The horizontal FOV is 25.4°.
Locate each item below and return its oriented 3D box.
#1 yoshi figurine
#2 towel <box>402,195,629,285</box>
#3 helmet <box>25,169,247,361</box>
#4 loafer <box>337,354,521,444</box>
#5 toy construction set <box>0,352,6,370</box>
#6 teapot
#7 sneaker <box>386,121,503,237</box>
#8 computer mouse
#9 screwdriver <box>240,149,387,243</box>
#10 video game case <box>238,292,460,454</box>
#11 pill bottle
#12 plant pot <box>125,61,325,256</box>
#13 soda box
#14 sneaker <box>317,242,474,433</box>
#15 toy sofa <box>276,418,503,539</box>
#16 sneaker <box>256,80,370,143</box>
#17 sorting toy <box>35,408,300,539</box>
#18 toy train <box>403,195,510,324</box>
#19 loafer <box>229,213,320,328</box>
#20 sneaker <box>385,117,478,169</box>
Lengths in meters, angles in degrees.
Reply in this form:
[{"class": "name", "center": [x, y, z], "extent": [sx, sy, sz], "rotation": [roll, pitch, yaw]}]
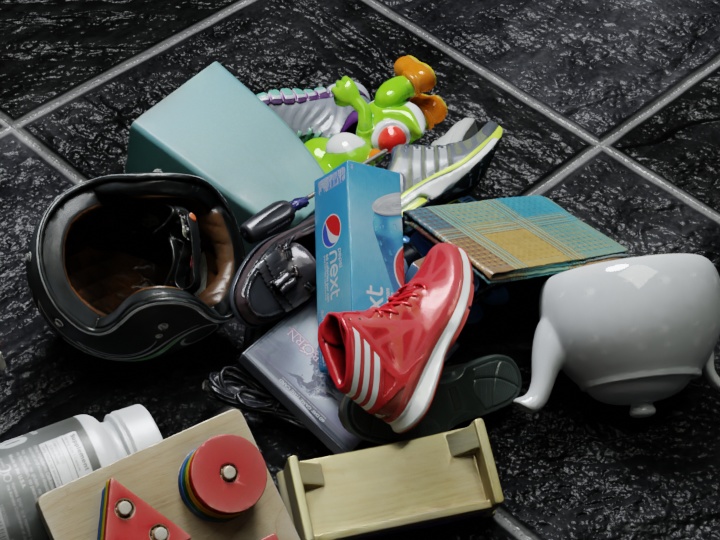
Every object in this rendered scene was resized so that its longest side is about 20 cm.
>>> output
[{"class": "yoshi figurine", "center": [-0.002, -0.152, 1.801], "extent": [0.112, 0.112, 0.200], "rotation": [45, 67, 5]}, {"class": "towel", "center": [0.158, -0.033, 1.632], "extent": [0.198, 0.022, 0.146], "rotation": [-8, 33, -38]}, {"class": "helmet", "center": [-0.228, -0.002, 1.584], "extent": [0.189, 0.201, 0.201], "rotation": [-12, 40, 22]}, {"class": "loafer", "center": [0.062, 0.128, 1.558], "extent": [0.198, 0.063, 0.073], "rotation": [-10, 89, -27]}, {"class": "toy construction set", "center": [-0.450, 0.090, 1.549], "extent": [0.199, 0.093, 0.130], "rotation": [-24, 26, -35]}, {"class": "teapot", "center": [0.275, 0.071, 1.580], "extent": [0.196, 0.198, 0.148], "rotation": [5, 74, -52]}, {"class": "sneaker", "center": [0.076, -0.111, 1.714], "extent": [0.199, 0.074, 0.081], "rotation": [-36, 73, -30]}, {"class": "computer mouse", "center": [-0.083, 0.074, 1.615], "extent": [0.137, 0.053, 0.202], "rotation": [17, 50, -12]}, {"class": "screwdriver", "center": [-0.043, -0.078, 1.655], "extent": [0.199, 0.029, 0.028], "rotation": [-28, 23, -32]}, {"class": "video game case", "center": [-0.008, 0.082, 1.598], "extent": [0.143, 0.019, 0.200], "rotation": [42, 48, 9]}, {"class": "pill bottle", "center": [-0.275, 0.198, 1.436], "extent": [0.198, 0.115, 0.114], "rotation": [-19, 49, -22]}, {"class": "plant pot", "center": [-0.133, -0.091, 1.725], "extent": [0.199, 0.142, 0.141], "rotation": [36, 52, 15]}, {"class": "soda box", "center": [0.000, 0.000, 1.567], "extent": [0.067, 0.064, 0.202], "rotation": [11, 68, -33]}, {"class": "sneaker", "center": [0.032, 0.039, 1.486], "extent": [0.115, 0.078, 0.202], "rotation": [32, 54, -22]}, {"class": "toy sofa", "center": [0.026, 0.206, 1.484], "extent": [0.198, 0.098, 0.084], "rotation": [-10, 70, -14]}, {"class": "sneaker", "center": [-0.065, -0.162, 1.846], "extent": [0.198, 0.075, 0.088], "rotation": [-18, 53, -21]}, {"class": "sorting toy", "center": [-0.145, 0.241, 1.366], "extent": [0.198, 0.070, 0.200], "rotation": [-23, 82, -24]}, {"class": "toy train", "center": [0.091, -0.004, 1.659], "extent": [0.114, 0.087, 0.199], "rotation": [37, 35, 20]}, {"class": "loafer", "center": [-0.054, -0.014, 1.606], "extent": [0.063, 0.072, 0.200], "rotation": [-20, 16, 45]}, {"class": "sneaker", "center": [0.069, -0.109, 1.806], "extent": [0.088, 0.076, 0.201], "rotation": [11, 45, 24]}]
